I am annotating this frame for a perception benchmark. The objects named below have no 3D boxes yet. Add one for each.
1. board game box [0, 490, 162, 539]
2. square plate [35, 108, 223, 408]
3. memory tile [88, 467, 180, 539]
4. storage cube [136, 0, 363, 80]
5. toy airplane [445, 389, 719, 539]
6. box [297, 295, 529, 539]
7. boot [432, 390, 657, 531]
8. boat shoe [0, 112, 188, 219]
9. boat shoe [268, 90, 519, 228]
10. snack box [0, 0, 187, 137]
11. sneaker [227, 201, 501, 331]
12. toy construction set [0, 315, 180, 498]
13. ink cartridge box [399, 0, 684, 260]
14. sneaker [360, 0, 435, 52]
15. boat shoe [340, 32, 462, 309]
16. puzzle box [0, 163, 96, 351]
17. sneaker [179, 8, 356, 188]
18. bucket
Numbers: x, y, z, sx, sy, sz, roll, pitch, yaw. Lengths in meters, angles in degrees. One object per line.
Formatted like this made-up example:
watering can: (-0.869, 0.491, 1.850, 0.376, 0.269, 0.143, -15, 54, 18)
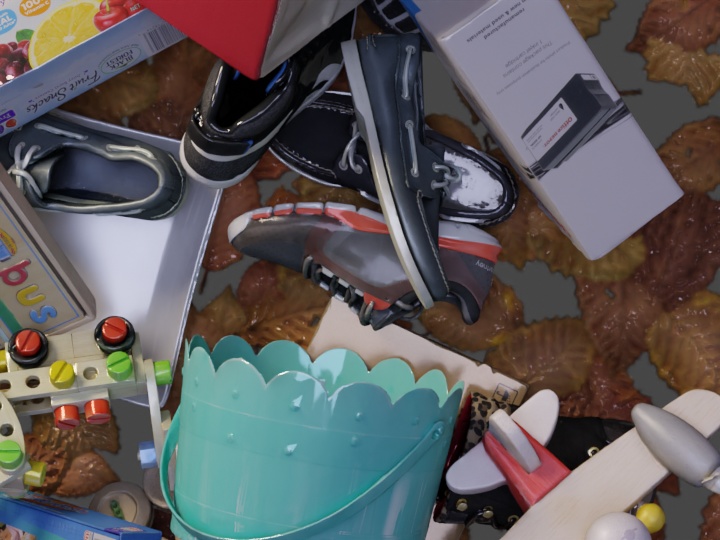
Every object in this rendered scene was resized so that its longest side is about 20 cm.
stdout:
board game box: (-0.235, 0.240, 1.514, 0.200, 0.045, 0.152, 11, 93, 39)
square plate: (-0.215, -0.017, 1.569, 0.200, 0.028, 0.198, 15, 93, 3)
memory tile: (-0.145, 0.236, 1.526, 0.153, 0.017, 0.200, -30, 61, -1)
storage cube: (-0.071, -0.267, 1.404, 0.180, 0.171, 0.200, 35, 136, 15)
toy airplane: (0.153, 0.171, 1.419, 0.199, 0.141, 0.200, 7, 85, -10)
box: (0.011, 0.140, 1.561, 0.163, 0.021, 0.200, 25, 93, 2)
boot: (0.125, 0.190, 1.518, 0.151, 0.073, 0.200, 16, 88, -10)
boat shoe: (-0.225, -0.078, 1.515, 0.200, 0.062, 0.073, 12, 92, 3)
boat shoe: (0.020, -0.081, 1.538, 0.200, 0.060, 0.074, 23, 93, 3)
snack box: (-0.233, -0.186, 1.514, 0.200, 0.053, 0.142, -29, 55, -3)
sneaker: (0.000, 0.000, 1.526, 0.200, 0.077, 0.082, 7, 80, 3)
toy construction set: (-0.204, 0.107, 1.501, 0.200, 0.092, 0.131, -1, 60, -20)
ink cartridge box: (0.122, -0.123, 1.457, 0.084, 0.145, 0.200, -35, 115, 3)
sneaker: (0.025, -0.250, 1.527, 0.081, 0.074, 0.200, -42, 108, -35)
boat shoe: (0.038, -0.074, 1.471, 0.062, 0.073, 0.200, -15, 78, -1)
puzzle box: (-0.289, -0.013, 1.487, 0.133, 0.025, 0.200, -25, 128, 8)
sneaker: (-0.052, -0.153, 1.485, 0.073, 0.112, 0.200, 31, 68, -1)
bucket: (-0.036, 0.126, 1.455, 0.207, 0.207, 0.135, 9, 93, 3)
